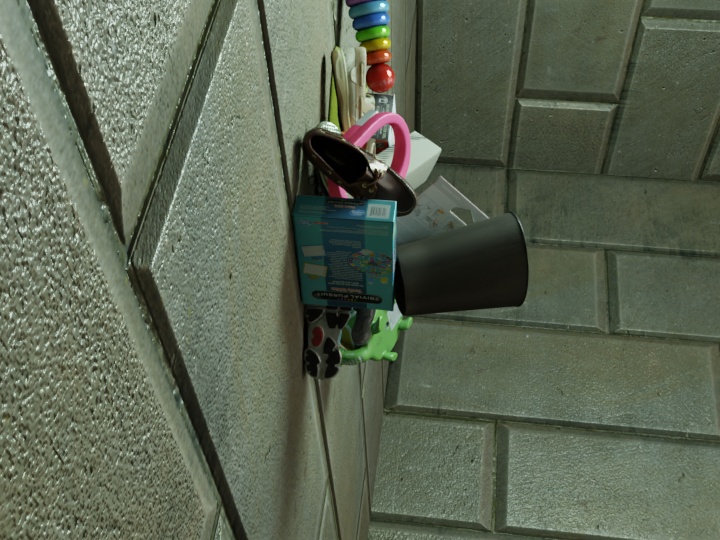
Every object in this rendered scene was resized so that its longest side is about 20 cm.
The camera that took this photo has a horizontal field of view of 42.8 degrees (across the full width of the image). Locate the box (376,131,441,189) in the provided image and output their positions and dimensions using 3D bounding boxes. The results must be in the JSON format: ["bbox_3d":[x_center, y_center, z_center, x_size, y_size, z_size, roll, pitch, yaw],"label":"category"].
[{"bbox_3d":[0.065,-0.178,1.666,0.200,0.068,0.082,-39,161,-52],"label":"box"}]

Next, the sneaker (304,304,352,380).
[{"bbox_3d":[-0.063,0.083,1.562,0.083,0.080,0.202,-112,-148,-72],"label":"sneaker"}]

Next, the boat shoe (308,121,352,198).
[{"bbox_3d":[-0.046,-0.145,1.466,0.075,0.062,0.201,-49,136,-34],"label":"boat shoe"}]

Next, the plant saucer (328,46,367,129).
[{"bbox_3d":[-0.020,-0.295,1.711,0.200,0.047,0.202,4,90,-84],"label":"plant saucer"}]

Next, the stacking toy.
[{"bbox_3d":[0.025,-0.423,1.661,0.085,0.085,0.202,-55,134,-78],"label":"stacking toy"}]

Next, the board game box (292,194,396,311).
[{"bbox_3d":[-0.021,-0.025,1.415,0.201,0.150,0.047,88,9,-48],"label":"board game box"}]

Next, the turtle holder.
[{"bbox_3d":[0.008,0.119,1.831,0.141,0.131,0.187,38,66,-58],"label":"turtle holder"}]

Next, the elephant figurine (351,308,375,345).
[{"bbox_3d":[0.000,0.000,1.606,0.200,0.155,0.142,-44,150,-37],"label":"elephant figurine"}]

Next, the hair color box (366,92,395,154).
[{"bbox_3d":[0.035,-0.245,1.763,0.200,0.061,0.102,82,15,-68],"label":"hair color box"}]

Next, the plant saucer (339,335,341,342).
[{"bbox_3d":[-0.056,0.079,1.702,0.200,0.036,0.202,5,90,-84],"label":"plant saucer"}]

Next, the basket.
[{"bbox_3d":[0.155,0.002,1.492,0.181,0.198,0.137,88,-11,-50],"label":"basket"}]

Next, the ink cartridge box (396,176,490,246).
[{"bbox_3d":[0.121,-0.060,1.543,0.200,0.176,0.045,35,18,-39],"label":"ink cartridge box"}]

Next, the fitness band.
[{"bbox_3d":[0.018,-0.168,1.468,0.200,0.037,0.144,-49,135,-36],"label":"fitness band"}]

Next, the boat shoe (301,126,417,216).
[{"bbox_3d":[-0.001,-0.141,1.361,0.071,0.199,0.070,-60,-171,-1],"label":"boat shoe"}]

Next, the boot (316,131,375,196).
[{"bbox_3d":[-0.021,-0.138,1.551,0.075,0.106,0.201,-79,173,-57],"label":"boot"}]

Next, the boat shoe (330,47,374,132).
[{"bbox_3d":[-0.006,-0.277,1.563,0.072,0.064,0.201,-109,-170,-65],"label":"boat shoe"}]
